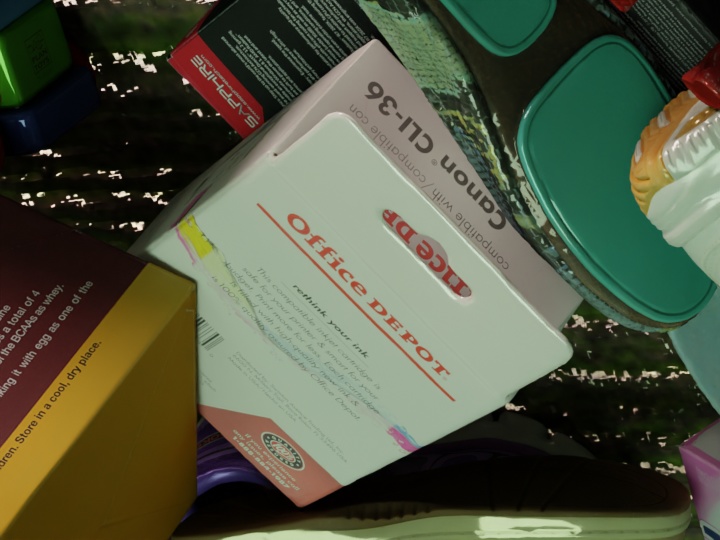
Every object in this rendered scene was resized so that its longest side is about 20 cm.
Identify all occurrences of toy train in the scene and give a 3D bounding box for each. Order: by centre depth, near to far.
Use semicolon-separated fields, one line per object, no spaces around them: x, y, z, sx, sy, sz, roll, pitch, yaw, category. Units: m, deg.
-0.207;-0.093;1.011;0.200;0.085;0.116;-3;114;30;toy train

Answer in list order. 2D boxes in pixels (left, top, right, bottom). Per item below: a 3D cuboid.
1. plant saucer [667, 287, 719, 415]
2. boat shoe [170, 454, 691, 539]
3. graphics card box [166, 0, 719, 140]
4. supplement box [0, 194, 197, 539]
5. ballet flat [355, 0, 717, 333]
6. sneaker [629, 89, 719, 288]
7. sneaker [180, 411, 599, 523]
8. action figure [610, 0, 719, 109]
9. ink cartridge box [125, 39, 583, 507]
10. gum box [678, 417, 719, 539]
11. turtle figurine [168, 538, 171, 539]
0.180;-0.016;0.864;0.201;0.039;0.201;18;116;41;plant saucer
0.029;0.111;0.982;0.200;0.073;0.063;-6;100;19;boat shoe
0.036;-0.083;0.895;0.125;0.051;0.200;46;140;-9;graphics card box
-0.192;0.070;0.920;0.200;0.197;0.133;24;143;16;supplement box
0.047;-0.066;0.827;0.074;0.074;0.200;-17;114;37;ballet flat
0.180;-0.058;0.775;0.200;0.076;0.088;-36;102;24;sneaker
0.016;0.105;1.051;0.200;0.083;0.081;8;129;21;sneaker
0.161;-0.132;0.744;0.200;0.052;0.065;-43;92;1;action figure
0.000;0.000;0.900;0.116;0.068;0.200;45;148;-8;ink cartridge box
0.203;0.122;0.921;0.200;0.066;0.114;32;146;51;gum box
-0.193;0.110;1.072;0.200;0.194;0.144;-37;149;10;turtle figurine
